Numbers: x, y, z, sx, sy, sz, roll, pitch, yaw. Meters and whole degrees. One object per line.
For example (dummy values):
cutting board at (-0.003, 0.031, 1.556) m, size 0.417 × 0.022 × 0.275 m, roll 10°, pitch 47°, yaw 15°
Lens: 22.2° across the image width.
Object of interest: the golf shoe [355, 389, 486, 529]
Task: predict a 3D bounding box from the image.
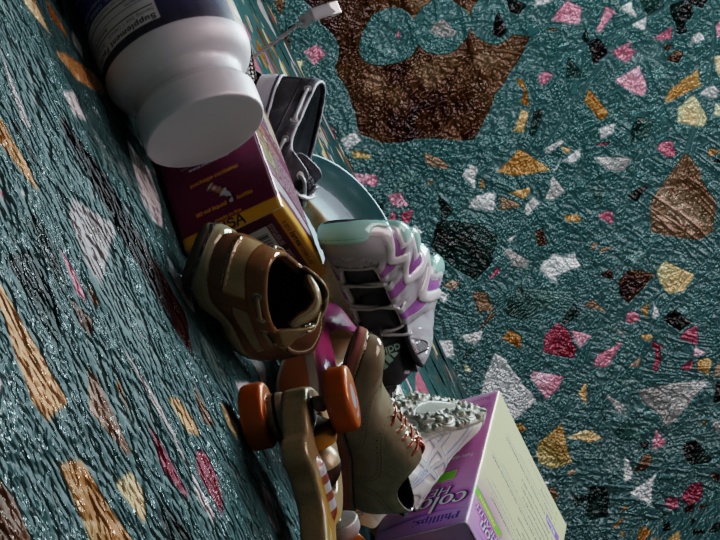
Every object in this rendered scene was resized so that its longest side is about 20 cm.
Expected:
golf shoe at (0.044, 0.169, 1.650) m, size 0.200 × 0.078 × 0.098 m, roll -16°, pitch 118°, yaw -54°

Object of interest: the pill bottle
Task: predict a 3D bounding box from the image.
pill bottle at (-0.151, -0.186, 1.389) m, size 0.116 × 0.115 × 0.201 m, roll 53°, pitch 12°, yaw -67°

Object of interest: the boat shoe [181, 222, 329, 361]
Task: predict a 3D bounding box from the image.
boat shoe at (-0.063, 0.026, 1.363) m, size 0.200 × 0.073 × 0.076 m, roll 40°, pitch 63°, yaw -65°

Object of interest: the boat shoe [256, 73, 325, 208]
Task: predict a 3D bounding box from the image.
boat shoe at (-0.068, -0.081, 1.597) m, size 0.072 × 0.067 × 0.201 m, roll 66°, pitch 30°, yaw -58°

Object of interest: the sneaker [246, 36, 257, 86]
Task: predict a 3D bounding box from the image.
sneaker at (-0.133, -0.140, 1.639) m, size 0.201 × 0.075 × 0.071 m, roll 90°, pitch 17°, yaw -45°

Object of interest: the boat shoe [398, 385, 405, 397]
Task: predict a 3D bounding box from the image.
boat shoe at (0.010, 0.134, 1.841) m, size 0.068 × 0.075 × 0.201 m, roll 30°, pitch 31°, yaw -46°

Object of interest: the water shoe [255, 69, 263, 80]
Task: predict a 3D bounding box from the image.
water shoe at (-0.114, -0.149, 1.733) m, size 0.200 × 0.079 × 0.072 m, roll 41°, pitch 61°, yaw -63°

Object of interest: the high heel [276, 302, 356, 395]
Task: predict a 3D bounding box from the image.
high heel at (-0.024, 0.079, 1.528) m, size 0.096 × 0.068 × 0.200 m, roll 20°, pitch 12°, yaw -20°

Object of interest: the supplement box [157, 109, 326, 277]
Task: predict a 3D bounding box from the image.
supplement box at (-0.109, -0.082, 1.475) m, size 0.110 × 0.085 × 0.201 m, roll 59°, pitch 8°, yaw -55°

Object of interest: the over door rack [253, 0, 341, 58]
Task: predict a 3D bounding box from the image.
over door rack at (-0.131, -0.272, 1.783) m, size 0.066 × 0.200 × 0.148 m, roll -24°, pitch 88°, yaw -48°

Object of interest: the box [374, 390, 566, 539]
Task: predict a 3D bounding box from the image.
box at (0.108, 0.249, 1.730) m, size 0.176 × 0.096 × 0.200 m, roll 62°, pitch 25°, yaw -25°

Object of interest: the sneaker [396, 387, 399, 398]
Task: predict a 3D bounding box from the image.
sneaker at (-0.020, 0.068, 1.745) m, size 0.201 × 0.080 × 0.070 m, roll 66°, pitch 6°, yaw 34°

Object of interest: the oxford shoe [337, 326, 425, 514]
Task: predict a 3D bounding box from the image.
oxford shoe at (0.017, 0.121, 1.463) m, size 0.201 × 0.074 × 0.071 m, roll 90°, pitch 13°, yaw -48°

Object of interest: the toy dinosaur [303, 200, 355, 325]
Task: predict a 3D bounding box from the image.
toy dinosaur at (0.000, 0.000, 1.636) m, size 0.058 × 0.101 × 0.201 m, roll 143°, pitch -75°, yaw -84°

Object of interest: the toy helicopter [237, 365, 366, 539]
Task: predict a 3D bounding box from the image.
toy helicopter at (-0.029, 0.172, 1.258) m, size 0.201 × 0.078 × 0.133 m, roll -95°, pitch 171°, yaw -47°

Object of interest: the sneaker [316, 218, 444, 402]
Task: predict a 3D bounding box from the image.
sneaker at (0.019, 0.039, 1.507) m, size 0.200 × 0.077 × 0.141 m, roll 28°, pitch 63°, yaw -62°

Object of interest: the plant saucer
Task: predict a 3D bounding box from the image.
plant saucer at (-0.041, -0.012, 1.685) m, size 0.200 × 0.027 × 0.201 m, roll 23°, pitch 54°, yaw -36°
